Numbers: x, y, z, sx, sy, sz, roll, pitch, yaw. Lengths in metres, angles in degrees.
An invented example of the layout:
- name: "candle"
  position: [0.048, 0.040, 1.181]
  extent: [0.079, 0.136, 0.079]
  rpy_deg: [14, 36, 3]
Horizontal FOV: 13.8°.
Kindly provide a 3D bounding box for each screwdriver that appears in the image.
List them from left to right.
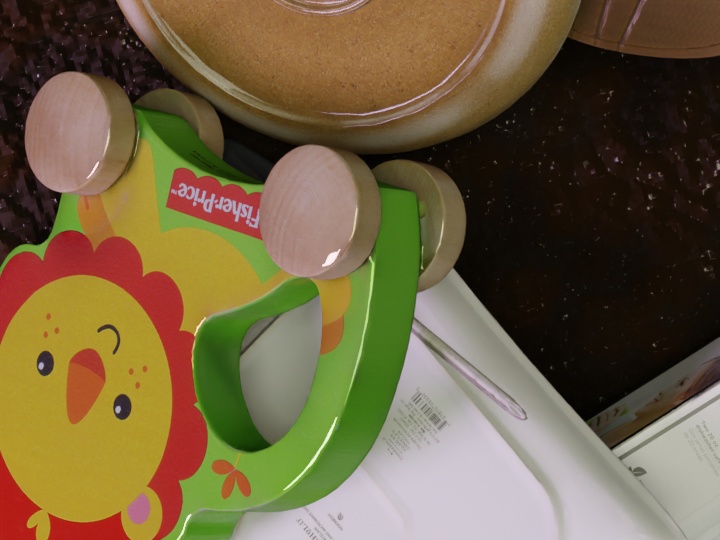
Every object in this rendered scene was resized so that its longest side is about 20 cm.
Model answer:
- name: "screwdriver"
  position: [0.000, 0.000, 1.094]
  extent: [0.028, 0.200, 0.029]
  rpy_deg: [-15, 123, -32]

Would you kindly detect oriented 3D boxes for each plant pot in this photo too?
- name: "plant pot"
  position: [-0.015, -0.128, 1.100]
  extent: [0.199, 0.028, 0.201]
  rpy_deg: [10, 122, 16]

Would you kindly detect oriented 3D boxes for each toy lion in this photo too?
- name: "toy lion"
  position: [-0.071, 0.034, 1.099]
  extent: [0.199, 0.069, 0.193]
  rpy_deg: [18, 97, 40]

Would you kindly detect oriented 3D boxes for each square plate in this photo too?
- name: "square plate"
  position: [-0.010, 0.098, 1.113]
  extent: [0.198, 0.028, 0.200]
  rpy_deg: [-45, 64, 10]

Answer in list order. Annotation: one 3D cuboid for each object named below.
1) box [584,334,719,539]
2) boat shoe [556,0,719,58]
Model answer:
- name: "box"
  position: [0.121, 0.110, 1.149]
  extent: [0.200, 0.060, 0.117]
  rpy_deg: [-33, 100, 3]
- name: "boat shoe"
  position: [0.064, -0.142, 1.125]
  extent: [0.199, 0.072, 0.072]
  rpy_deg: [18, 123, 8]
